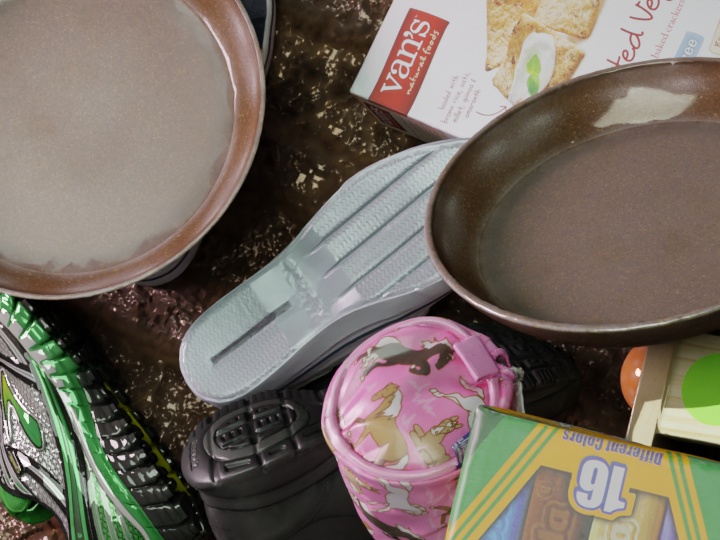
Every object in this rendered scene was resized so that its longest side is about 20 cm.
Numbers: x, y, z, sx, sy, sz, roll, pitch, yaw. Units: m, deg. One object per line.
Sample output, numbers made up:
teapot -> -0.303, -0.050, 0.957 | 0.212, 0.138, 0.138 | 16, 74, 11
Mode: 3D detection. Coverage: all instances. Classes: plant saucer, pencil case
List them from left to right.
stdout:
plant saucer -> -0.143, -0.078, 1.463 | 0.200, 0.032, 0.201 | -2, 74, 7
pencil case -> 0.048, 0.101, 1.349 | 0.086, 0.200, 0.083 | 13, 64, 23
plant saucer -> 0.130, -0.027, 1.334 | 0.200, 0.032, 0.200 | -11, 35, 8

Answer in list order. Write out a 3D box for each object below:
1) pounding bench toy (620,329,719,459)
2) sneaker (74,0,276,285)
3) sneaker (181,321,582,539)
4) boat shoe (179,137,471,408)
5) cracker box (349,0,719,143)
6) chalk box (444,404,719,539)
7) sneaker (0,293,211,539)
pounding bench toy -> 0.202, 0.056, 1.354 | 0.156, 0.124, 0.200 | 10, 79, 21
sneaker -> -0.098, -0.097, 1.519 | 0.078, 0.079, 0.200 | 7, 76, 20
sneaker -> 0.014, 0.089, 1.438 | 0.200, 0.091, 0.076 | -18, 30, -6
boat shoe -> 0.000, 0.000, 1.462 | 0.200, 0.067, 0.074 | -30, 75, 14
cracker box -> 0.113, -0.105, 1.463 | 0.200, 0.058, 0.134 | 23, 84, 23
chalk box -> 0.097, 0.170, 1.232 | 0.124, 0.125, 0.200 | 14, 87, 21
sneaker -> -0.163, 0.076, 1.493 | 0.085, 0.078, 0.200 | -38, 68, 6
